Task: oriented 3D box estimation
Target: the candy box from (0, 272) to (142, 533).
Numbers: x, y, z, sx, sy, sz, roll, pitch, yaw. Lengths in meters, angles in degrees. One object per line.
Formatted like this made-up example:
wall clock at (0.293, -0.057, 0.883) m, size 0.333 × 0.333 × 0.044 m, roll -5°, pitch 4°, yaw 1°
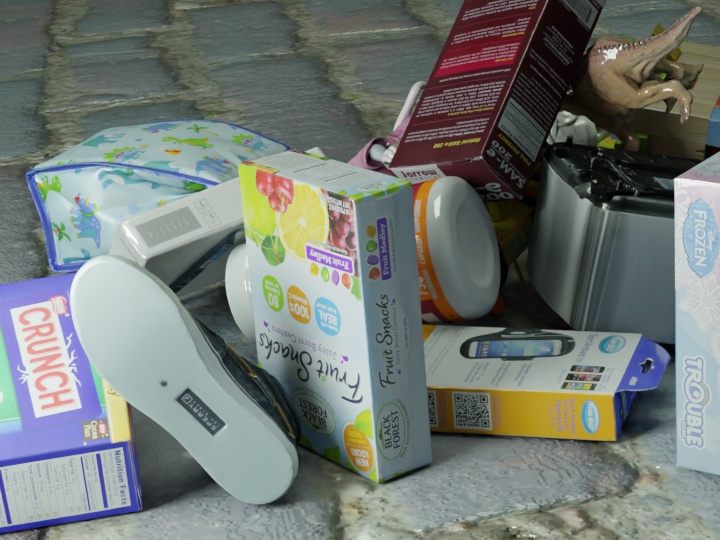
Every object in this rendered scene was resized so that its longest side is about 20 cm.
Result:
candy box at (-0.256, 0.093, 1.225) m, size 0.200 × 0.077 × 0.169 m, roll -8°, pitch 43°, yaw -9°

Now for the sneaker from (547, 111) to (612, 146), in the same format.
sneaker at (0.148, -0.122, 1.606) m, size 0.200 × 0.075 × 0.100 m, roll -24°, pitch 24°, yaw -38°

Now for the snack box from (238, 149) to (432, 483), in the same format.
snack box at (-0.018, 0.028, 1.241) m, size 0.053 × 0.200 × 0.142 m, roll -17°, pitch 22°, yaw -32°

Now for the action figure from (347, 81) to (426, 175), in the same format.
action figure at (0.034, -0.107, 1.698) m, size 0.200 × 0.134 × 0.149 m, roll -36°, pitch 45°, yaw -18°

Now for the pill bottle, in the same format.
pill bottle at (0.000, 0.000, 1.429) m, size 0.200 × 0.113 × 0.113 m, roll -13°, pitch 14°, yaw 25°

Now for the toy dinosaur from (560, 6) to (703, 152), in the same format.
toy dinosaur at (0.201, -0.157, 1.503) m, size 0.136 × 0.200 × 0.086 m, roll 29°, pitch 59°, yaw -4°

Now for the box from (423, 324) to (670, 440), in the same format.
box at (0.119, 0.080, 1.307) m, size 0.200 × 0.041 × 0.119 m, roll 4°, pitch 20°, yaw 18°

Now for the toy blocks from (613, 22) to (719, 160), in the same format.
toy blocks at (0.317, -0.147, 1.623) m, size 0.137 × 0.100 × 0.200 m, roll 12°, pitch 34°, yaw 17°

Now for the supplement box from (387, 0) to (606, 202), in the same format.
supplement box at (0.111, -0.151, 1.468) m, size 0.109 × 0.061 × 0.200 m, roll -3°, pitch 55°, yaw 49°

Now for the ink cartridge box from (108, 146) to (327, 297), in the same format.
ink cartridge box at (-0.126, -0.010, 1.519) m, size 0.200 × 0.176 × 0.045 m, roll -23°, pitch 68°, yaw -32°

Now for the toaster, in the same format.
toaster at (0.227, -0.025, 1.416) m, size 0.200 × 0.119 × 0.181 m, roll 6°, pitch 16°, yaw -12°

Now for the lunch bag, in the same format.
lunch bag at (-0.180, -0.075, 1.708) m, size 0.200 × 0.127 × 0.170 m, roll -9°, pitch 16°, yaw 22°

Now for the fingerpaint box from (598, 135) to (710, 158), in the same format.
fingerpaint box at (0.235, -0.062, 1.633) m, size 0.167 × 0.073 × 0.200 m, roll -14°, pitch 21°, yaw -21°

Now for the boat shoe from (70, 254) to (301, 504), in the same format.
boat shoe at (-0.115, 0.066, 1.213) m, size 0.071 × 0.200 × 0.091 m, roll -37°, pitch 10°, yaw 10°

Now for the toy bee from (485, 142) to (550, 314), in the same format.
toy bee at (0.106, -0.016, 1.520) m, size 0.131 × 0.200 × 0.109 m, roll 25°, pitch 20°, yaw -52°

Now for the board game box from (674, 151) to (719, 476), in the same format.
board game box at (0.271, 0.008, 1.219) m, size 0.043 × 0.200 × 0.199 m, roll 10°, pitch 23°, yaw 33°
